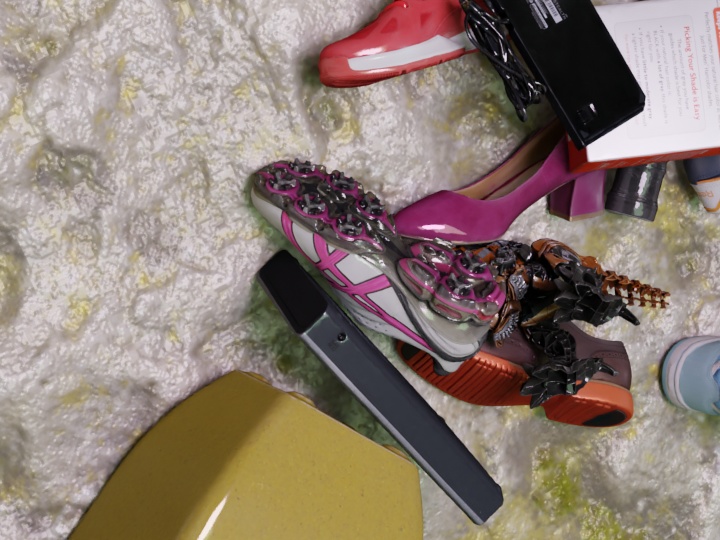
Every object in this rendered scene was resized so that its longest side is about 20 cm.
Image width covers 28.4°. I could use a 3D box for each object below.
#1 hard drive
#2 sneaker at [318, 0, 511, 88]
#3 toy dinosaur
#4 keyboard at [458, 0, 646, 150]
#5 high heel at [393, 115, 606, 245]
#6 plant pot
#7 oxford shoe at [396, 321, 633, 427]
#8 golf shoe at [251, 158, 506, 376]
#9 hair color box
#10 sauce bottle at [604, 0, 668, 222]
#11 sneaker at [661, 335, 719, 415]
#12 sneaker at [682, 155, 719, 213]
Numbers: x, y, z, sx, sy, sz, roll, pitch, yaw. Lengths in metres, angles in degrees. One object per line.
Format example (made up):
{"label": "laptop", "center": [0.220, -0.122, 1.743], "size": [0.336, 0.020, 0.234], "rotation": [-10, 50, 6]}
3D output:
{"label": "hard drive", "center": [0.014, 0.081, 1.006], "size": [0.033, 0.140, 0.200], "rotation": [-42, 113, -1]}
{"label": "sneaker", "center": [0.043, -0.205, 1.014], "size": [0.198, 0.078, 0.117], "rotation": [-22, 99, -30]}
{"label": "toy dinosaur", "center": [0.139, 0.013, 1.052], "size": [0.198, 0.136, 0.103], "rotation": [-15, 127, -7]}
{"label": "keyboard", "center": [0.110, -0.175, 0.983], "size": [0.104, 0.040, 0.201], "rotation": [-29, 88, -31]}
{"label": "high heel", "center": [0.107, -0.077, 1.055], "size": [0.198, 0.067, 0.097], "rotation": [-9, 109, -24]}
{"label": "plant pot", "center": [-0.070, 0.185, 0.970], "size": [0.194, 0.194, 0.202], "rotation": [30, 82, -25]}
{"label": "oxford shoe", "center": [0.120, 0.065, 1.102], "size": [0.198, 0.071, 0.073], "rotation": [17, 61, -19]}
{"label": "golf shoe", "center": [0.000, 0.000, 0.994], "size": [0.073, 0.199, 0.093], "rotation": [-40, 160, -51]}
{"label": "hair color box", "center": [0.247, -0.140, 1.034], "size": [0.197, 0.064, 0.112], "rotation": [-7, 87, -4]}
{"label": "sauce bottle", "center": [0.234, -0.140, 1.103], "size": [0.064, 0.065, 0.203], "rotation": [11, 97, -24]}
{"label": "sneaker", "center": [0.362, 0.094, 1.164], "size": [0.198, 0.130, 0.081], "rotation": [-7, 101, -22]}
{"label": "sneaker", "center": [0.353, -0.104, 1.154], "size": [0.198, 0.078, 0.080], "rotation": [-16, 101, -8]}
